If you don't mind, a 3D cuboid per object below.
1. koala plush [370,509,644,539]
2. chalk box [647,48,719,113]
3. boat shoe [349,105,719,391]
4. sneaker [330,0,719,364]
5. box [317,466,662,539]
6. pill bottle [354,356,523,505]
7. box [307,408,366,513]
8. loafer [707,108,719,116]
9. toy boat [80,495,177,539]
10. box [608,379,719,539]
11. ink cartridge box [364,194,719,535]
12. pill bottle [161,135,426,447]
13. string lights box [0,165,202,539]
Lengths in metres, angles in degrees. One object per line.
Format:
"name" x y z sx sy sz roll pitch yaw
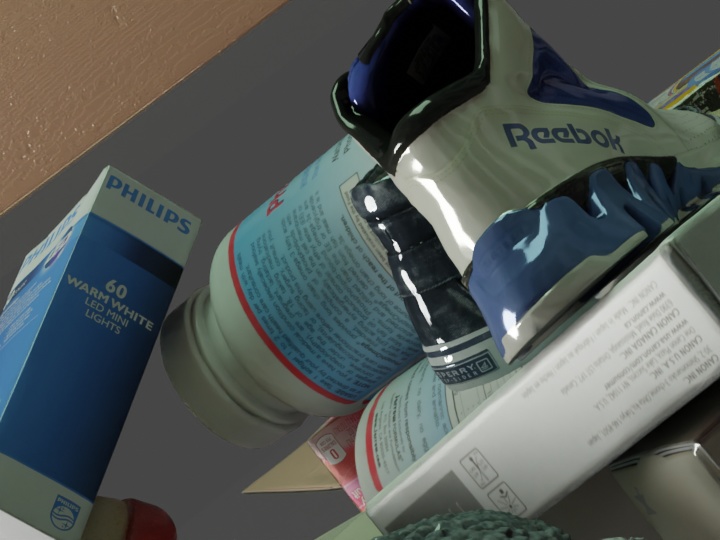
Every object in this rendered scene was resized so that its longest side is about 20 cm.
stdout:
"koala plush" -0.005 0.127 0.579 0.200 0.184 0.177 -26 -2 -21
"chalk box" 0.210 -0.052 1.218 0.200 0.125 0.124 -36 3 14
"boat shoe" 0.079 -0.040 0.882 0.071 0.091 0.200 -17 15 45
"sneaker" 0.059 -0.048 0.741 0.081 0.115 0.199 -41 -6 21
"box" 0.030 0.126 0.911 0.200 0.068 0.082 -35 3 46
"pill bottle" 0.097 0.056 0.972 0.200 0.109 0.109 -35 3 40
"box" 0.086 0.061 1.151 0.200 0.103 0.095 -38 0 29
"loafer" 0.205 -0.067 1.104 0.200 0.068 0.076 1 18 15
"toy boat" -0.113 0.209 1.077 0.130 0.131 0.200 -39 42 47
"box" 0.183 0.025 0.732 0.200 0.068 0.082 -39 1 -16
"ink cartridge box" 0.108 0.014 0.748 0.174 0.044 0.200 -34 -8 -39
"pill bottle" 0.000 0.000 1.077 0.200 0.109 0.109 -37 2 27
"string lights box" -0.150 0.057 1.075 0.103 0.059 0.200 -41 24 48
